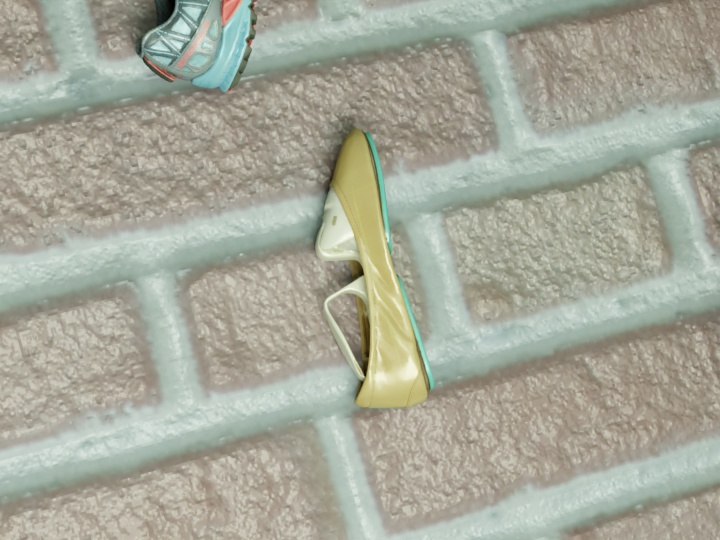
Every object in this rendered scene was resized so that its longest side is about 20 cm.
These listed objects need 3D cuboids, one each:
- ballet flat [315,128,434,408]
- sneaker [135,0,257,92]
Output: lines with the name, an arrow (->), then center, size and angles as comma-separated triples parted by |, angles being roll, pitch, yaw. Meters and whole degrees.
ballet flat -> 0.000, 0.000, 1.483 | 0.063, 0.069, 0.202 | -13, 81, -8
sneaker -> -0.117, -0.231, 1.484 | 0.095, 0.079, 0.202 | 7, 75, -16
